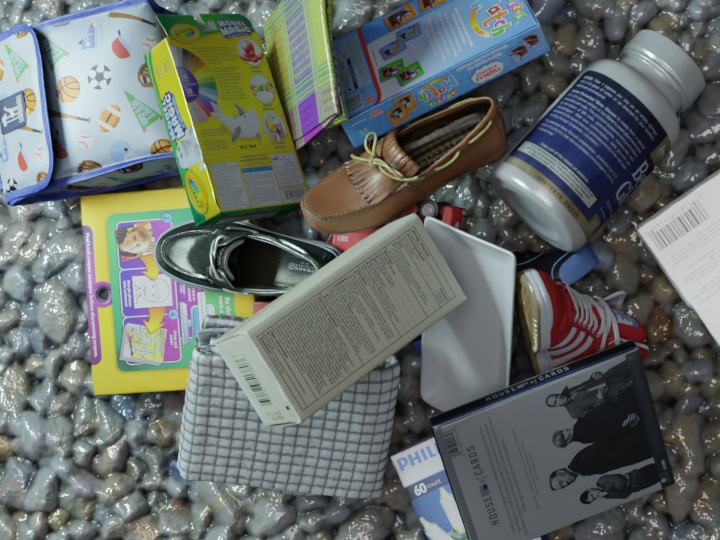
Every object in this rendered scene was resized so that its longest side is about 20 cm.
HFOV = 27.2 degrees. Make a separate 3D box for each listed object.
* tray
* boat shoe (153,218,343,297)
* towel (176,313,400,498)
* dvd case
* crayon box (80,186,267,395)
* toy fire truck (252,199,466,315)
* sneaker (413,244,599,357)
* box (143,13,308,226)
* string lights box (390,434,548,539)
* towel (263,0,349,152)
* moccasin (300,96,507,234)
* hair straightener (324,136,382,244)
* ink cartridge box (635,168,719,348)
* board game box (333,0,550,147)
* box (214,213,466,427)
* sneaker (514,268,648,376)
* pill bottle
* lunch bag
[{"bbox_3d":[0.101,0.052,1.358,0.107,0.022,0.201,25,128,37],"label":"tray"},{"bbox_3d":[-0.111,-0.014,1.390,0.199,0.071,0.072,4,91,21],"label":"boat shoe"},{"bbox_3d":[-0.068,0.128,1.404,0.199,0.086,0.166,5,124,-4],"label":"towel"},{"bbox_3d":[0.176,0.165,1.354,0.199,0.025,0.151,-20,113,-3],"label":"dvd case"},{"bbox_3d":[-0.182,0.018,1.478,0.172,0.058,0.201,-4,90,8],"label":"crayon box"},{"bbox_3d":[0.000,0.000,1.413,0.199,0.049,0.142,5,92,20],"label":"toy fire truck"},{"bbox_3d":[0.125,0.009,1.422,0.199,0.070,0.078,-26,90,8],"label":"sneaker"},{"bbox_3d":[-0.129,-0.146,1.404,0.048,0.117,0.201,-24,79,45],"label":"box"},{"bbox_3d":[0.117,0.246,1.426,0.102,0.059,0.201,-26,86,8],"label":"string lights box"},{"bbox_3d":[-0.052,-0.191,1.398,0.023,0.200,0.144,-6,85,-18],"label":"towel"},{"bbox_3d":[0.038,-0.097,1.345,0.201,0.078,0.074,-22,55,1],"label":"moccasin"},{"bbox_3d":[0.006,-0.035,1.456,0.077,0.041,0.201,26,94,9],"label":"hair straightener"},{"bbox_3d":[0.387,-0.024,1.391,0.200,0.045,0.177,-35,84,8],"label":"ink cartridge box"},{"bbox_3d":[0.066,-0.209,1.401,0.199,0.152,0.037,-26,126,9],"label":"board game box"},{"bbox_3d":[-0.015,0.043,1.294,0.200,0.078,0.095,-34,97,-27],"label":"box"},{"bbox_3d":[0.203,0.043,1.356,0.112,0.200,0.071,-17,61,2],"label":"sneaker"},{"bbox_3d":[0.224,-0.124,1.378,0.111,0.111,0.200,42,84,7],"label":"pill bottle"},{"bbox_3d":[-0.271,-0.161,1.461,0.199,0.124,0.171,-11,84,11],"label":"lunch bag"}]
